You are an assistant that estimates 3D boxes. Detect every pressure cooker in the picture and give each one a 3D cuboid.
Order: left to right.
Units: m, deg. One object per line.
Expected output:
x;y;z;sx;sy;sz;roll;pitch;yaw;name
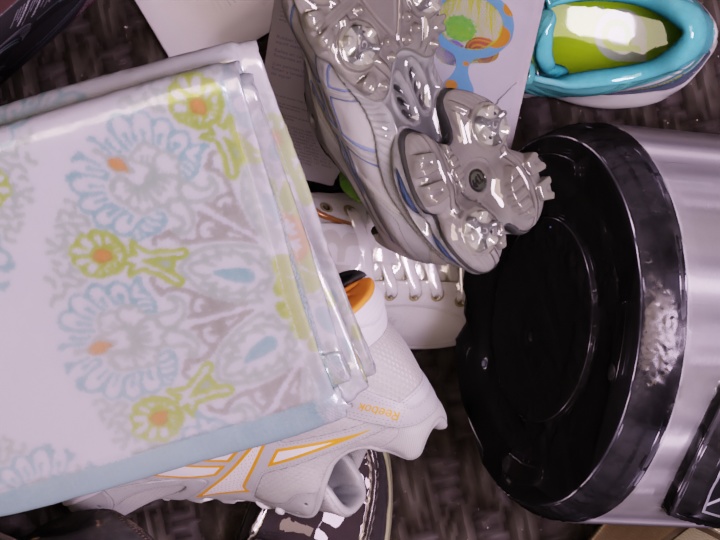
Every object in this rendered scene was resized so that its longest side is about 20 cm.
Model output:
0.163;0.025;1.297;0.199;0.176;0.180;5;83;-27;pressure cooker

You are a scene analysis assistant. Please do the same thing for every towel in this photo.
-0.109;0.006;1.217;0.199;0.048;0.172;-16;117;5;towel

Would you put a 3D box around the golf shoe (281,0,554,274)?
-0.004;-0.087;1.243;0.078;0.097;0.201;-33;105;-34;golf shoe

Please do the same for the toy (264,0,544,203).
0.022;-0.118;1.287;0.115;0.047;0.201;15;127;4;toy

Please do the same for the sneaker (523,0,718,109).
0.063;-0.110;1.353;0.199;0.080;0.078;-3;92;0;sneaker

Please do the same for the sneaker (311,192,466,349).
0.000;0.000;1.352;0.199;0.085;0.073;-1;89;-3;sneaker

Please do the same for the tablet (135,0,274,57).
-0.030;-0.195;1.383;0.199;0.014;0.131;-31;91;-1;tablet

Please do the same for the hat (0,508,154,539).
-0.126;0.152;1.326;0.200;0.201;0.081;39;59;-2;hat

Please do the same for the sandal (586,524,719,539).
0.115;0.169;1.367;0.200;0.054;0.080;-41;78;-18;sandal

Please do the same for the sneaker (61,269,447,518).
-0.049;0.083;1.327;0.200;0.076;0.092;-29;104;35;sneaker

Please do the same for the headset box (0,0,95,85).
-0.174;-0.124;1.286;0.077;0.149;0.200;46;62;0;headset box

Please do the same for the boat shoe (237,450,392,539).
-0.033;0.163;1.362;0.073;0.065;0.201;16;90;-1;boat shoe
